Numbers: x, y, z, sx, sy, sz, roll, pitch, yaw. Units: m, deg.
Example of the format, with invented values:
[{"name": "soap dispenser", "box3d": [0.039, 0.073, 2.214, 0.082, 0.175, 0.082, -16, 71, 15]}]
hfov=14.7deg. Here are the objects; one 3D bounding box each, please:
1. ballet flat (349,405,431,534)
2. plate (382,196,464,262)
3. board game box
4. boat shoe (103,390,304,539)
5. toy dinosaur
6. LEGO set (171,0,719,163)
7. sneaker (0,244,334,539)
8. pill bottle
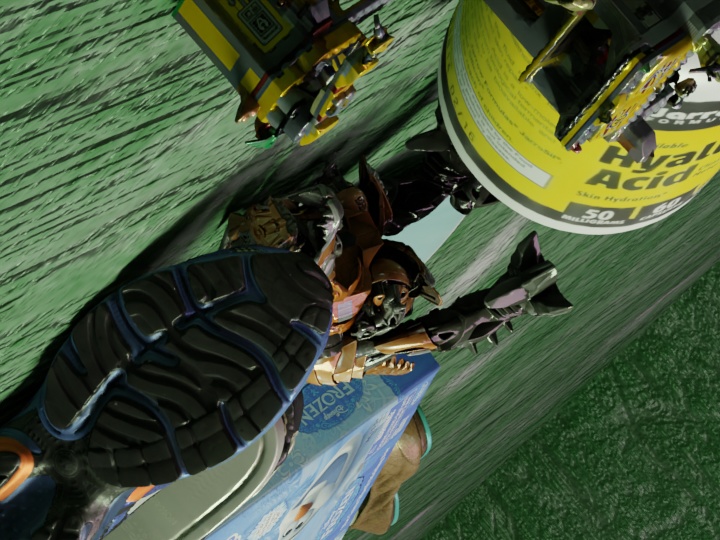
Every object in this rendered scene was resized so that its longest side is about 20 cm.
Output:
[{"name": "ballet flat", "box3d": [-0.004, 0.141, 1.922, 0.072, 0.068, 0.200, -17, 165, -16]}, {"name": "plate", "box3d": [-0.030, 0.021, 1.253, 0.200, 0.026, 0.200, -40, 171, -8]}, {"name": "board game box", "box3d": [-0.067, 0.136, 1.367, 0.199, 0.043, 0.200, -34, 160, -39]}, {"name": "boat shoe", "box3d": [-0.105, 0.102, 1.160, 0.200, 0.074, 0.060, -41, 177, 20]}, {"name": "toy dinosaur", "box3d": [0.000, 0.000, 1.111, 0.135, 0.103, 0.200, -27, -179, -1]}, {"name": "LEGO set", "box3d": [0.056, -0.088, 0.725, 0.154, 0.116, 0.200, -32, 168, -48]}, {"name": "sneaker", "box3d": [-0.086, 0.051, 1.037, 0.200, 0.075, 0.078, -36, -176, 26]}, {"name": "pill bottle", "box3d": [0.096, -0.094, 0.917, 0.111, 0.111, 0.200, -38, 171, -19]}]
